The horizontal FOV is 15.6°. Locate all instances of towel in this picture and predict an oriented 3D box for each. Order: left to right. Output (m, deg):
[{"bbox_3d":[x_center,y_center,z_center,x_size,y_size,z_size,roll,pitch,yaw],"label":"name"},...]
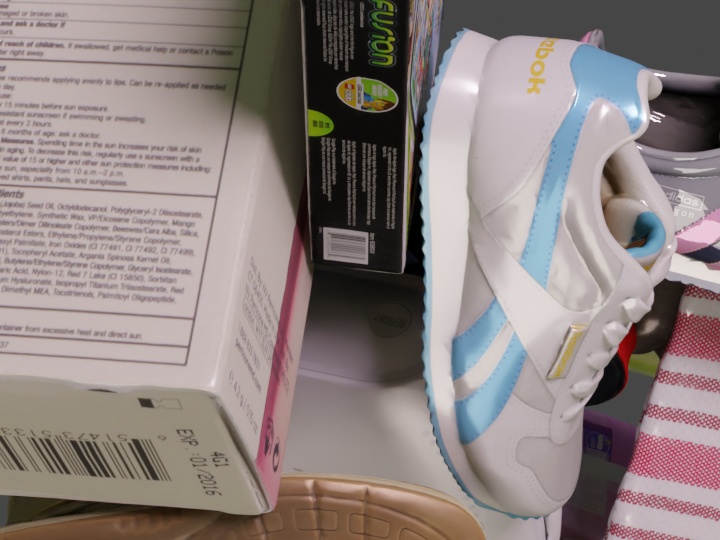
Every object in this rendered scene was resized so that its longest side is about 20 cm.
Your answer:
[{"bbox_3d":[0.187,0.058,1.068,0.146,0.200,0.030,13,-164,-6],"label":"towel"}]

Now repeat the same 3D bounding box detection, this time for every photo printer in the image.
[{"bbox_3d":[-0.015,0.063,1.096,0.200,0.070,0.167,11,144,29],"label":"photo printer"}]

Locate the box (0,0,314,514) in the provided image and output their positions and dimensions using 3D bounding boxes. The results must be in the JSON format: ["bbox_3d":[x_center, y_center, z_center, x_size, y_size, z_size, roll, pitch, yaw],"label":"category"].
[{"bbox_3d":[-0.084,-0.028,0.926,0.128,0.200,0.109,3,153,12],"label":"box"}]

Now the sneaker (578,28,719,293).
[{"bbox_3d":[0.158,-0.034,0.976,0.200,0.070,0.082,11,133,-3],"label":"sneaker"}]

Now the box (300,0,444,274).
[{"bbox_3d":[0.006,-0.093,0.871,0.035,0.110,0.200,8,154,4],"label":"box"}]

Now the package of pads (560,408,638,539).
[{"bbox_3d":[0.044,0.100,1.271,0.200,0.076,0.120,20,149,-19],"label":"package of pads"}]

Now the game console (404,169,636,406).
[{"bbox_3d":[0.000,0.000,1.082,0.200,0.031,0.177,-10,136,46],"label":"game console"}]

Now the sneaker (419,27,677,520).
[{"bbox_3d":[0.070,0.011,0.949,0.081,0.077,0.200,7,126,17],"label":"sneaker"}]

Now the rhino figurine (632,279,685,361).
[{"bbox_3d":[0.178,0.035,1.111,0.200,0.060,0.087,18,152,-9],"label":"rhino figurine"}]

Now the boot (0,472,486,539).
[{"bbox_3d":[-0.050,0.100,1.007,0.200,0.073,0.155,-8,-171,4],"label":"boot"}]
